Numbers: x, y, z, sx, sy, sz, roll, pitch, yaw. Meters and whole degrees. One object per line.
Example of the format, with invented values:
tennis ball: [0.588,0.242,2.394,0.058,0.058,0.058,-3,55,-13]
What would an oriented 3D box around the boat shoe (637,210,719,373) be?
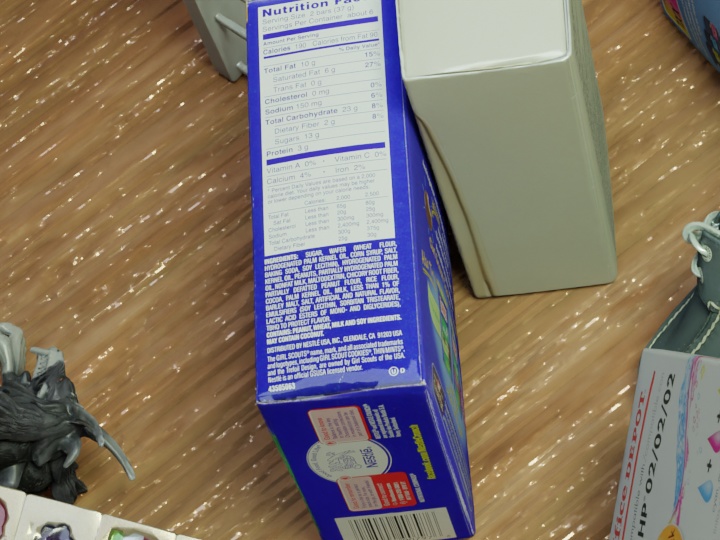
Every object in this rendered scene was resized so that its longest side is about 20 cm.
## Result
boat shoe: [0.172,-0.017,0.992,0.062,0.200,0.073,30,37,-12]

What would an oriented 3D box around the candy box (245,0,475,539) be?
candy box: [0.000,0.000,1.023,0.077,0.169,0.200,-6,61,7]

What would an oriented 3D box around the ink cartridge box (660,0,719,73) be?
ink cartridge box: [0.232,-0.124,1.055,0.136,0.076,0.200,-29,41,-2]

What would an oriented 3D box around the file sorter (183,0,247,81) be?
file sorter: [-0.004,-0.166,1.096,0.124,0.200,0.139,35,75,25]

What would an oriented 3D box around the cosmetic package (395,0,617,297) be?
cosmetic package: [0.068,-0.079,1.030,0.073,0.200,0.104,-7,61,10]

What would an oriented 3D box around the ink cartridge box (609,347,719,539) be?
ink cartridge box: [0.147,0.094,0.891,0.068,0.200,0.115,11,89,-11]

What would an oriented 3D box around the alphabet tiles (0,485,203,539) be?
alphabet tiles: [-0.120,0.203,0.974,0.167,0.008,0.200,15,79,1]

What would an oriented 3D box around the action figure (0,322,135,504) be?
action figure: [-0.198,0.059,1.075,0.200,0.119,0.102,-3,67,19]
